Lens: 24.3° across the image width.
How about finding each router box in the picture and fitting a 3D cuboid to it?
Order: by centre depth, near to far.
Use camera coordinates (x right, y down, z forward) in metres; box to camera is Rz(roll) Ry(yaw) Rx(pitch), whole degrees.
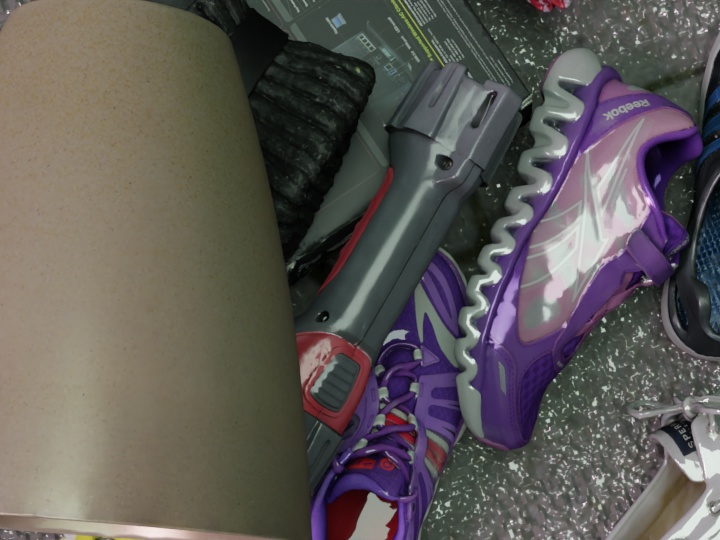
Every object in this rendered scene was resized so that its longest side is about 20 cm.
[{"bbox_3d":[-0.029,-0.116,0.842,0.149,0.062,0.201,-33,83,-6],"label":"router box"}]

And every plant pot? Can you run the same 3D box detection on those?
[{"bbox_3d":[-0.103,0.002,0.664,0.185,0.187,0.202,4,80,0],"label":"plant pot"}]

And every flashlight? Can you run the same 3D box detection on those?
[{"bbox_3d":[0.000,0.000,0.767,0.067,0.068,0.201,28,80,10],"label":"flashlight"}]

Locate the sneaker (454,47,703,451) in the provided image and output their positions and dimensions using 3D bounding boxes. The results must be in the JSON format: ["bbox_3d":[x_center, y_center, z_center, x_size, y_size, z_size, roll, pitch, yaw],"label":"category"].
[{"bbox_3d":[0.109,-0.006,0.809,0.088,0.080,0.202,17,81,19],"label":"sneaker"}]

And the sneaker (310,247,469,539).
[{"bbox_3d":[0.015,0.082,0.801,0.080,0.083,0.202,9,80,0],"label":"sneaker"}]

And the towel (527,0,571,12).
[{"bbox_3d":[0.043,-0.231,0.843,0.199,0.022,0.145,33,58,-8],"label":"towel"}]

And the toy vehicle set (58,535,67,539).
[{"bbox_3d":[-0.119,0.239,0.802,0.124,0.027,0.200,-41,84,-7],"label":"toy vehicle set"}]

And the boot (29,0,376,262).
[{"bbox_3d":[-0.060,-0.124,0.769,0.157,0.079,0.213,21,93,10],"label":"boot"}]

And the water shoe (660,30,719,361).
[{"bbox_3d":[0.202,-0.054,0.828,0.071,0.079,0.202,13,81,1],"label":"water shoe"}]

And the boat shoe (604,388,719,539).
[{"bbox_3d":[0.168,0.088,0.805,0.086,0.075,0.203,38,89,-12],"label":"boat shoe"}]

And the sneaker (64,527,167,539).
[{"bbox_3d":[-0.108,0.107,0.806,0.074,0.084,0.201,-28,60,19],"label":"sneaker"}]
